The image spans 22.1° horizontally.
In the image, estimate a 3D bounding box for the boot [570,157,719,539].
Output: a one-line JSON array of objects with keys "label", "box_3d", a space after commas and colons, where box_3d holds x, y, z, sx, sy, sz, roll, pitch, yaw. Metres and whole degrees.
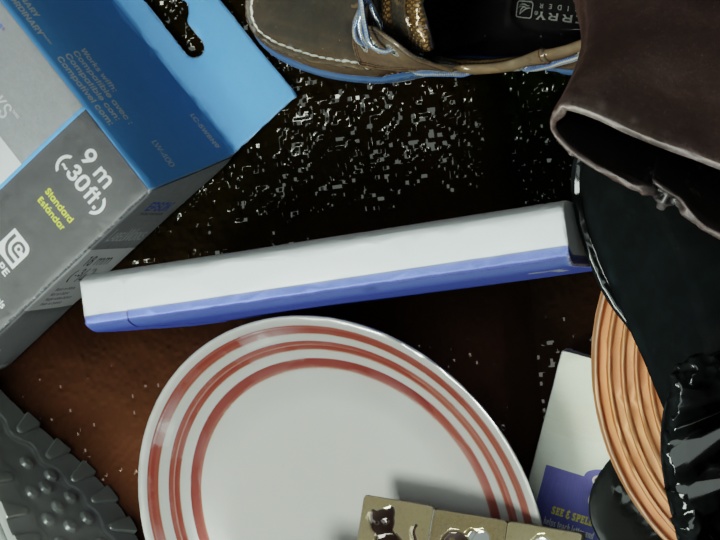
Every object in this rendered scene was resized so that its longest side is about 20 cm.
[{"label": "boot", "box_3d": [0.124, 0.038, 0.634, 0.073, 0.162, 0.200, -24, 89, 16]}]

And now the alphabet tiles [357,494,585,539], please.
[{"label": "alphabet tiles", "box_3d": [0.031, 0.199, 0.755, 0.165, 0.006, 0.202, 6, 82, 25]}]

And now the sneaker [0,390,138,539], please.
[{"label": "sneaker", "box_3d": [-0.177, 0.116, 0.867, 0.200, 0.076, 0.081, 46, 113, 15]}]

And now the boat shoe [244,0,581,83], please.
[{"label": "boat shoe", "box_3d": [0.031, -0.118, 0.789, 0.198, 0.072, 0.073, 1, 94, 25]}]

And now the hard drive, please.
[{"label": "hard drive", "box_3d": [0.000, 0.000, 0.777, 0.198, 0.132, 0.026, -8, 88, 15]}]

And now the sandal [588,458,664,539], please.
[{"label": "sandal", "box_3d": [0.172, 0.043, 0.752, 0.075, 0.045, 0.200, 40, 82, 21]}]

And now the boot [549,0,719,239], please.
[{"label": "boot", "box_3d": [0.098, -0.099, 0.659, 0.199, 0.167, 0.073, 29, 131, 10]}]

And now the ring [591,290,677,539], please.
[{"label": "ring", "box_3d": [0.188, 0.037, 0.710, 0.198, 0.019, 0.203, 2, 97, 15]}]

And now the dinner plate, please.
[{"label": "dinner plate", "box_3d": [-0.009, 0.113, 0.815, 0.198, 0.024, 0.202, 9, 112, 22]}]

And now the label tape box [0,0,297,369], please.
[{"label": "label tape box", "box_3d": [-0.152, -0.070, 0.854, 0.200, 0.063, 0.145, -42, 81, 13]}]

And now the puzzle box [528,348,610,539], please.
[{"label": "puzzle box", "box_3d": [0.164, 0.122, 0.788, 0.198, 0.025, 0.134, 16, 95, 15]}]
